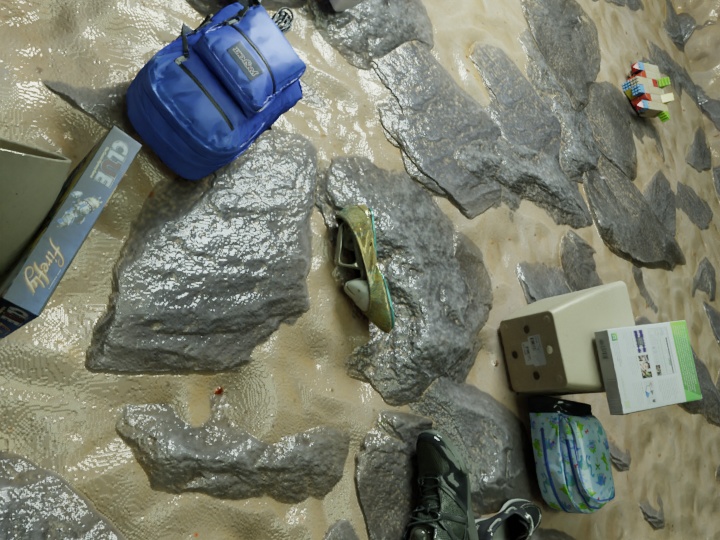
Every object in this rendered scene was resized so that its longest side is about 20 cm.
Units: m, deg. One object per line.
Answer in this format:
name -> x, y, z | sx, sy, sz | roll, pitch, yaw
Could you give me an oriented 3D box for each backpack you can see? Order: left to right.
backpack -> -0.181, -0.227, 0.761 | 0.163, 0.168, 0.200 | 48, 54, -12
backpack -> 0.387, 0.342, 1.133 | 0.163, 0.153, 0.201 | 19, 77, -44

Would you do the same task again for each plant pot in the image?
plant pot -> 0.378, 0.142, 1.151 | 0.176, 0.200, 0.201 | -4, 80, -31

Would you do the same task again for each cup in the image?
cup -> -0.374, -0.054, 0.533 | 0.199, 0.200, 0.144 | 12, 98, -40

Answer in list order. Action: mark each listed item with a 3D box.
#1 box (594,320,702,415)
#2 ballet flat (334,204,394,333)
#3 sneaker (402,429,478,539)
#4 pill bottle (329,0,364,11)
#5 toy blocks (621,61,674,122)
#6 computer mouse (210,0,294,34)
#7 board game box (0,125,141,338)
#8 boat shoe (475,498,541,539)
box -> 0.509, 0.168, 1.083 | 0.199, 0.036, 0.145 | -2, 79, -24
ballet flat -> 0.000, 0.000, 0.930 | 0.070, 0.070, 0.201 | -5, 81, -43
sneaker -> 0.109, 0.344, 0.908 | 0.114, 0.076, 0.201 | -9, 89, -50
pill bottle -> -0.047, -0.547, 1.016 | 0.113, 0.113, 0.201 | -35, 102, -43
toy blocks -> 0.861, -0.552, 1.875 | 0.136, 0.100, 0.201 | -3, 79, -31
computer mouse -> -0.197, -0.402, 0.887 | 0.200, 0.046, 0.141 | 49, 54, -27
board game box -> -0.300, -0.037, 0.610 | 0.035, 0.135, 0.201 | 36, 56, -29
boat shoe -> 0.252, 0.428, 1.022 | 0.199, 0.060, 0.074 | 7, 72, -41
